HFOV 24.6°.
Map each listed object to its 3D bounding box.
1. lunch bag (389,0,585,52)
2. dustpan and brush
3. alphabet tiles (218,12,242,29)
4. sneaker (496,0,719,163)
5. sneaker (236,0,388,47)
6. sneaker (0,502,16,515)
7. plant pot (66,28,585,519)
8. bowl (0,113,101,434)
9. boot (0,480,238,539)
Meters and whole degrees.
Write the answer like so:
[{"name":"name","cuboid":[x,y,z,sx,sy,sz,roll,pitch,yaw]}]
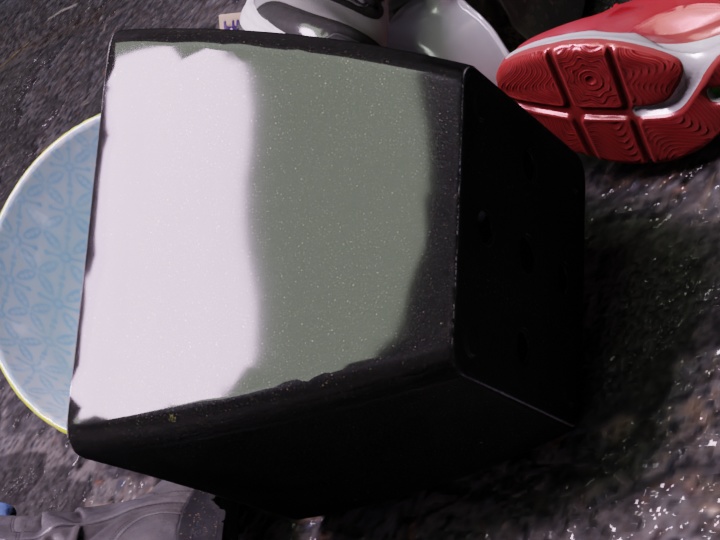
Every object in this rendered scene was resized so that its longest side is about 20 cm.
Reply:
[{"name":"lunch bag","cuboid":[0.037,-0.167,1.017,0.199,0.118,0.165,-19,39,37]},{"name":"dustpan and brush","cuboid":[0.041,-0.119,0.894,0.139,0.202,0.057,20,41,41]},{"name":"alphabet tiles","cuboid":[-0.053,-0.054,0.992,0.166,0.006,0.203,9,105,57]},{"name":"sneaker","cuboid":[0.172,-0.122,0.827,0.198,0.079,0.116,1,45,32]},{"name":"sneaker","cuboid":[-0.017,-0.153,0.858,0.080,0.073,0.201,-60,18,23]},{"name":"sneaker","cuboid":[-0.199,0.202,0.962,0.201,0.088,0.079,56,131,39]},{"name":"plant pot","cuboid":[0.000,0.000,0.775,0.176,0.199,0.202,-7,70,31]},{"name":"bowl","cuboid":[-0.111,0.013,0.974,0.197,0.108,0.203,-5,72,15]},{"name":"boot","cuboid":[-0.130,0.132,0.853,0.130,0.071,0.200,-3,8,0]}]
